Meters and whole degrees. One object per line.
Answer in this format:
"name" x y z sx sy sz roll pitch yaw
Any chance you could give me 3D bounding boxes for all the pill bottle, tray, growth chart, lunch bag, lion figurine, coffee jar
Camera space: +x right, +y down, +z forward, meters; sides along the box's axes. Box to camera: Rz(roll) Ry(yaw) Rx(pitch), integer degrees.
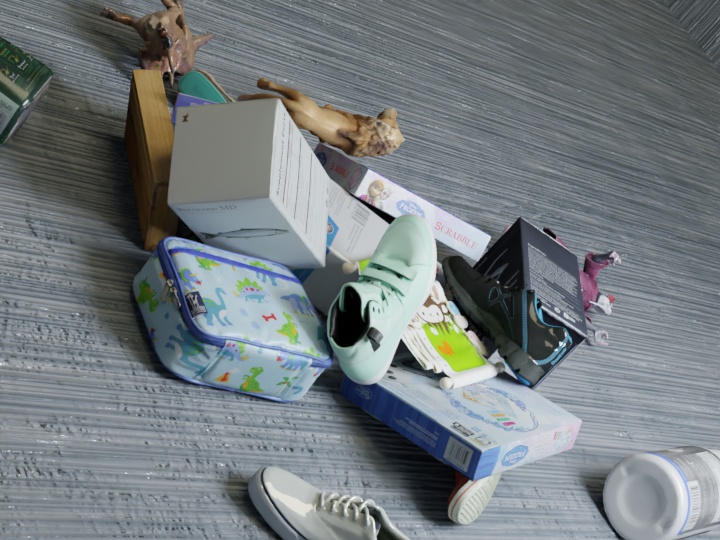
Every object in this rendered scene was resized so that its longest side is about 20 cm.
"pill bottle" 0.404 0.281 1.771 0.200 0.114 0.114 2 47 -50
"tray" -0.234 -0.126 1.566 0.037 0.099 0.200 1 43 -18
"growth chart" 0.077 0.055 1.614 0.200 0.018 0.145 51 33 11
"lunch bag" -0.135 0.048 1.470 0.200 0.082 0.161 17 34 -39
"lion figurine" -0.048 -0.192 1.792 0.200 0.073 0.122 7 11 -35
"coffee jar" -0.434 -0.227 1.477 0.200 0.085 0.104 36 32 -11

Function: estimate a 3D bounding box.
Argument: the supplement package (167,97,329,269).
"supplement package" -0.116 -0.086 1.506 0.200 0.117 0.118 54 36 -63

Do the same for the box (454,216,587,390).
"box" 0.204 0.051 1.809 0.104 0.148 0.200 33 30 -15

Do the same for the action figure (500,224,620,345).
"action figure" 0.304 0.026 2.059 0.149 0.134 0.200 9 -16 45

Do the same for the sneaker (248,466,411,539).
"sneaker" -0.014 0.244 1.351 0.200 0.071 0.073 36 29 -10

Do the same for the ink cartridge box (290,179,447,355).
"ink cartridge box" 0.000 0.000 1.696 0.200 0.084 0.145 37 29 -8

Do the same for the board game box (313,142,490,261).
"board game box" 0.047 -0.092 1.841 0.200 0.041 0.199 27 3 -25

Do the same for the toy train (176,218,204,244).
"toy train" -0.170 -0.073 1.618 0.200 0.042 0.057 -61 134 -61

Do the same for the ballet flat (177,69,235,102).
"ballet flat" -0.158 -0.176 1.777 0.200 0.068 0.067 55 3 20

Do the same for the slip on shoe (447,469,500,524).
"slip on shoe" 0.127 0.222 1.571 0.061 0.074 0.200 23 26 10

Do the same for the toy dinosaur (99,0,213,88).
"toy dinosaur" -0.248 -0.286 1.805 0.136 0.086 0.200 62 17 16

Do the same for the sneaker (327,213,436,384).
"sneaker" 0.025 0.015 1.501 0.074 0.201 0.118 15 -17 18

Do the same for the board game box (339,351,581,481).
"board game box" 0.114 0.154 1.575 0.200 0.043 0.199 31 24 34

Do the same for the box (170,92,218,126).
"box" -0.144 -0.158 1.624 0.119 0.042 0.200 15 -7 8

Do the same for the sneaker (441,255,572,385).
"sneaker" 0.172 0.047 1.672 0.200 0.082 0.073 51 1 30
